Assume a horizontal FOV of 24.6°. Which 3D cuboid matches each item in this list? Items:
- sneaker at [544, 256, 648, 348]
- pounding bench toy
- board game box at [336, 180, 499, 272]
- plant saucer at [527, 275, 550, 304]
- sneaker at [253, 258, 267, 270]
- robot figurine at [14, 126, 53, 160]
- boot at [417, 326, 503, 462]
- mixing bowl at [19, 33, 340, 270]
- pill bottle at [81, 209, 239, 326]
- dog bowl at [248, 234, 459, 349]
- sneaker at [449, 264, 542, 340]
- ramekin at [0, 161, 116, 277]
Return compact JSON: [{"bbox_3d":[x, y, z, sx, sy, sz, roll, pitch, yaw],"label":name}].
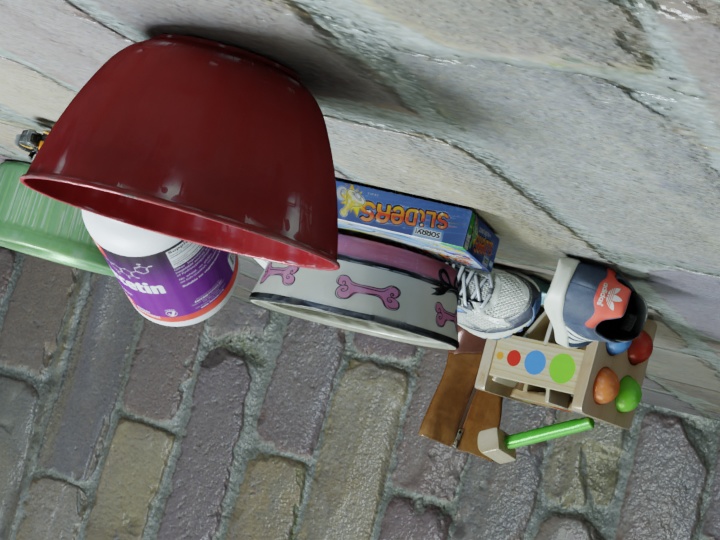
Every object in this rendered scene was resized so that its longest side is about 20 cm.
[{"bbox_3d":[0.231,0.043,1.564,0.084,0.075,0.200,18,176,18],"label":"sneaker"},{"bbox_3d":[0.228,0.131,1.842,0.156,0.200,0.124,12,174,37],"label":"pounding bench toy"},{"bbox_3d":[0.013,-0.046,1.457,0.200,0.035,0.135,13,175,17],"label":"board game box"},{"bbox_3d":[0.120,0.031,1.809,0.200,0.019,0.070,-8,163,35],"label":"plant saucer"},{"bbox_3d":[-0.069,-0.032,1.620,0.200,0.076,0.115,20,175,-24],"label":"sneaker"},{"bbox_3d":[-0.252,-0.092,1.595,0.145,0.058,0.200,13,175,7],"label":"robot figurine"},{"bbox_3d":[0.184,0.139,2.052,0.188,0.200,0.068,16,175,-17],"label":"boot"},{"bbox_3d":[-0.097,-0.077,1.008,0.200,0.109,0.200,14,174,1],"label":"mixing bowl"},{"bbox_3d":[-0.183,-0.039,1.496,0.112,0.113,0.200,13,154,18],"label":"pill bottle"},{"bbox_3d":[0.002,0.016,1.534,0.200,0.074,0.200,13,175,1],"label":"dog bowl"},{"bbox_3d":[0.093,0.019,1.729,0.200,0.077,0.085,11,169,36],"label":"sneaker"},{"bbox_3d":[-0.367,-0.064,2.023,0.200,0.098,0.200,15,175,1],"label":"ramekin"}]
